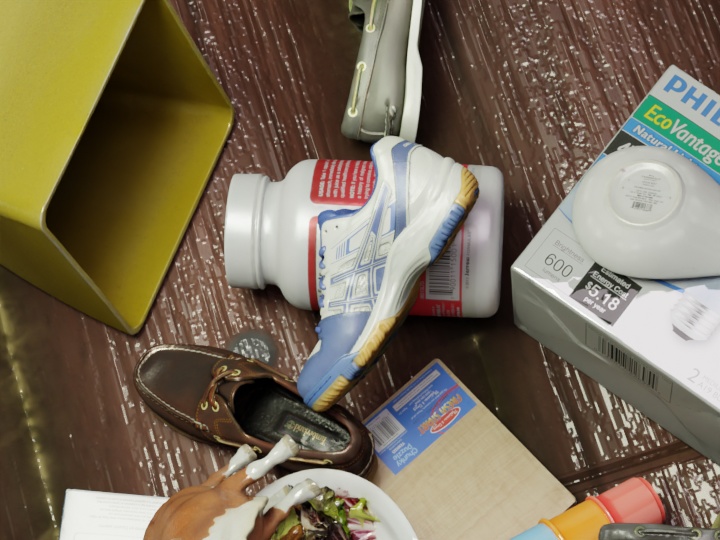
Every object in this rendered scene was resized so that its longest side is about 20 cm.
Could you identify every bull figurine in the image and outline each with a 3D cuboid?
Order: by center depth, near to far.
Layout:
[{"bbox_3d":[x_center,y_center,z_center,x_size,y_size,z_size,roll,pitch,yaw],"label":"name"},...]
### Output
[{"bbox_3d":[-0.090,0.167,1.446,0.121,0.200,0.065,-37,99,-17],"label":"bull figurine"}]

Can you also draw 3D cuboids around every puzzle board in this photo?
[{"bbox_3d":[0.033,0.180,1.587,0.200,0.017,0.151,-41,70,-12],"label":"puzzle board"}]

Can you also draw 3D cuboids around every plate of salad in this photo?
[{"bbox_3d":[-0.039,0.235,1.512,0.200,0.048,0.201,-10,73,35],"label":"plate of salad"}]

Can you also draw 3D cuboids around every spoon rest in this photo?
[{"bbox_3d":[0.241,-0.029,1.506,0.200,0.061,0.100,15,69,23],"label":"spoon rest"}]

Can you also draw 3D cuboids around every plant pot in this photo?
[{"bbox_3d":[-0.234,-0.098,1.628,0.176,0.200,0.200,15,70,21],"label":"plant pot"}]

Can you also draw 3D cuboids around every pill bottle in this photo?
[{"bbox_3d":[0.004,-0.025,1.617,0.199,0.112,0.113,3,69,5],"label":"pill bottle"}]

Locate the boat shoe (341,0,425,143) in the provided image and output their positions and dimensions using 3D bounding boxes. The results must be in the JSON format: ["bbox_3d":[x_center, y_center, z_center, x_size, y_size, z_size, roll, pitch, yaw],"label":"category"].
[{"bbox_3d":[0.020,-0.194,1.704,0.060,0.072,0.202,3,73,0],"label":"boat shoe"}]

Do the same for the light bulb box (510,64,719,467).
[{"bbox_3d":[0.244,-0.002,1.585,0.198,0.125,0.200,35,76,16],"label":"light bulb box"}]

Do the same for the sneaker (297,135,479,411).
[{"bbox_3d":[0.000,0.000,1.535,0.088,0.075,0.200,32,97,5],"label":"sneaker"}]

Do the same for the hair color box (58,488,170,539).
[{"bbox_3d":[-0.168,0.260,1.544,0.100,0.061,0.201,4,69,4],"label":"hair color box"}]

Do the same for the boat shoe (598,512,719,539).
[{"bbox_3d":[0.259,0.195,1.518,0.199,0.073,0.065,-1,69,-16],"label":"boat shoe"}]

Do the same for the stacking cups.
[{"bbox_3d":[0.123,0.209,1.535,0.200,0.061,0.061,-24,69,-13],"label":"stacking cups"}]

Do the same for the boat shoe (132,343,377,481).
[{"bbox_3d":[-0.079,0.097,1.590,0.200,0.070,0.071,19,74,20],"label":"boat shoe"}]
